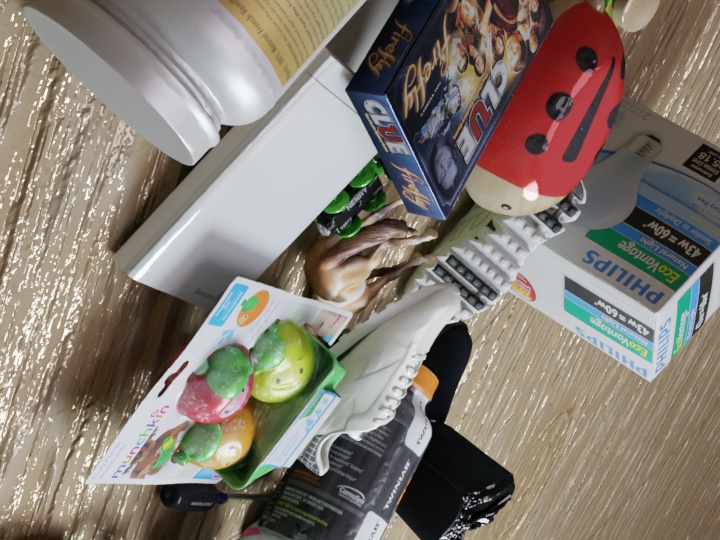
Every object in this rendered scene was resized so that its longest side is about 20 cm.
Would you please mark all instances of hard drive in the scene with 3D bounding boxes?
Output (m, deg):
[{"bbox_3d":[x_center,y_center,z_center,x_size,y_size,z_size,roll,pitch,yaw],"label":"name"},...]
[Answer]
[{"bbox_3d":[-0.066,-0.059,0.981,0.200,0.027,0.132,-46,153,8],"label":"hard drive"}]

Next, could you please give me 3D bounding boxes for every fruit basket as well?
[{"bbox_3d":[-0.095,0.094,1.052,0.185,0.094,0.200,-53,162,7],"label":"fruit basket"}]

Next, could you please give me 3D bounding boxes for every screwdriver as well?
[{"bbox_3d":[-0.112,0.203,1.237,0.200,0.028,0.029,27,69,-59],"label":"screwdriver"}]

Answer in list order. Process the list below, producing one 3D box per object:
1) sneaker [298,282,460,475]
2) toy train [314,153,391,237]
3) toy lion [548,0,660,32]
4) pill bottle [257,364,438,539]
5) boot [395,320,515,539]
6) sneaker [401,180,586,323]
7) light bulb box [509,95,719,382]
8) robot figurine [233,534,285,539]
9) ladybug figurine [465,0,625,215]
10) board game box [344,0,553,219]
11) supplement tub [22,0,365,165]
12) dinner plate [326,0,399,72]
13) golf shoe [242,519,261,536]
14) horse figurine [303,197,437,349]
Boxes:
[{"bbox_3d":[0.014,0.088,1.196,0.200,0.081,0.076,-40,163,11],"label":"sneaker"},{"bbox_3d":[0.027,-0.105,1.083,0.200,0.056,0.042,-46,139,-15],"label":"toy train"},{"bbox_3d":[0.147,-0.176,1.197,0.191,0.069,0.200,-1,122,-48],"label":"toy lion"},{"bbox_3d":[-0.003,0.170,1.272,0.200,0.106,0.106,-62,155,-15],"label":"pill bottle"},{"bbox_3d":[0.087,0.160,1.356,0.200,0.168,0.076,-46,151,-17],"label":"boot"},{"bbox_3d":[0.119,-0.028,1.300,0.200,0.081,0.075,-41,114,7],"label":"sneaker"},{"bbox_3d":[0.271,-0.035,1.391,0.200,0.198,0.125,-44,149,-22],"label":"light bulb box"},{"bbox_3d":[-0.103,0.291,1.210,0.200,0.169,0.113,-34,-156,57],"label":"robot figurine"},{"bbox_3d":[0.157,-0.129,1.148,0.135,0.072,0.200,-1,121,-40],"label":"ladybug figurine"},{"bbox_3d":[0.070,-0.156,1.006,0.200,0.035,0.136,-61,144,-24],"label":"board game box"},{"bbox_3d":[-0.070,-0.170,0.759,0.200,0.144,0.144,-49,152,-10],"label":"supplement tub"},{"bbox_3d":[-0.011,-0.167,0.989,0.200,0.024,0.200,-37,149,-28],"label":"dinner plate"},{"bbox_3d":[-0.040,0.296,1.371,0.092,0.075,0.200,-51,135,-33],"label":"golf shoe"},{"bbox_3d":[0.000,0.000,1.142,0.132,0.050,0.200,-27,162,-9],"label":"horse figurine"}]
